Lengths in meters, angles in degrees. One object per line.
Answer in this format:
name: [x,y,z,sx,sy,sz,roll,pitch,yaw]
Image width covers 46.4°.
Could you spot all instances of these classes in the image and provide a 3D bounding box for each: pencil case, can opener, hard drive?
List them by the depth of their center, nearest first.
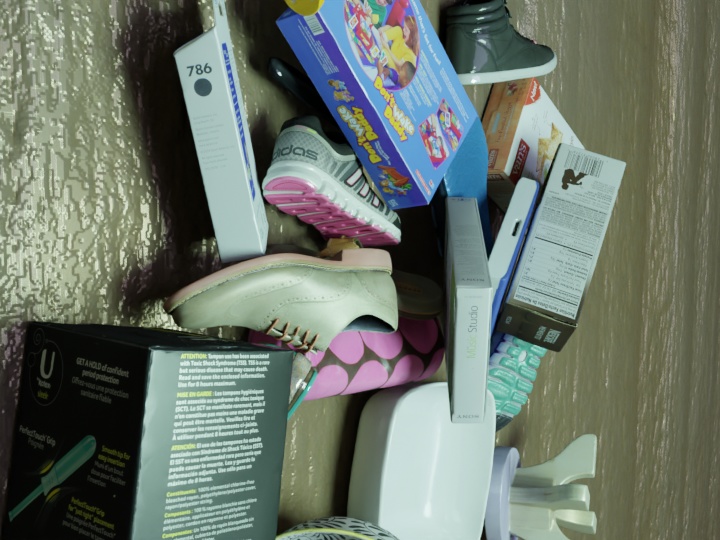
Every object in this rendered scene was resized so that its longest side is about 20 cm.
can opener: [-0.016,-0.160,0.784,0.063,0.079,0.200,-44,151,22]
pencil case: [-0.013,0.068,0.788,0.200,0.091,0.094,-3,91,-48]
hard drive: [0.155,0.008,0.941,0.200,0.025,0.132,92,20,-58]

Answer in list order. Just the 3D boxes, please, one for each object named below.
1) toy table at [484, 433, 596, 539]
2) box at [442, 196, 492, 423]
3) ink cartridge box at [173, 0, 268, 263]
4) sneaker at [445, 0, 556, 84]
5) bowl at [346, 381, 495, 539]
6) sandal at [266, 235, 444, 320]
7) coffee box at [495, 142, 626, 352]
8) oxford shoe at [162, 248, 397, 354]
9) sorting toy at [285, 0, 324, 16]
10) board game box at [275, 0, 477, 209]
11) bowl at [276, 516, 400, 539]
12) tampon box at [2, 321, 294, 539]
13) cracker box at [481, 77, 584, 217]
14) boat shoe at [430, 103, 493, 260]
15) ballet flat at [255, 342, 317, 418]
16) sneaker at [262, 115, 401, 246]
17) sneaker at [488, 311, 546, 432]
toy table: [0.224,0.286,1.026,0.200,0.117,0.184,40,55,-66]
box: [0.101,0.031,0.818,0.200,0.036,0.144,-82,171,-62]
ink cartridge box: [-0.108,-0.114,0.650,0.099,0.039,0.200,-103,-175,-74]
sneaker: [0.169,-0.275,0.976,0.200,0.071,0.099,-21,114,-43]
bowl: [0.059,0.214,0.899,0.200,0.075,0.200,10,87,-50]
sandal: [0.000,0.000,0.772,0.200,0.080,0.054,10,121,-31]
coffee box: [0.223,-0.023,0.942,0.113,0.080,0.200,82,28,-71]
oxford shoe: [-0.052,0.029,0.656,0.200,0.071,0.074,-8,74,-29]
sorting toy: [-0.028,-0.293,0.670,0.180,0.200,0.107,-38,147,-40]
board game box: [0.024,-0.174,0.743,0.200,0.045,0.135,57,46,-30]
bowl: [-0.015,0.297,0.765,0.094,0.201,0.201,-57,141,-70]
tampon box: [-0.148,0.143,0.583,0.126,0.150,0.200,8,88,-50]
cracker box: [0.220,-0.134,1.065,0.200,0.058,0.134,36,67,-45]
boat shoe: [0.093,-0.089,0.915,0.084,0.069,0.200,-18,113,-34]
ballet flat: [-0.111,0.143,0.685,0.067,0.068,0.200,31,95,-6]
sneaker: [-0.017,-0.080,0.775,0.200,0.074,0.088,30,60,-55]
sneaker: [0.174,0.111,1.034,0.074,0.088,0.200,32,92,-20]
